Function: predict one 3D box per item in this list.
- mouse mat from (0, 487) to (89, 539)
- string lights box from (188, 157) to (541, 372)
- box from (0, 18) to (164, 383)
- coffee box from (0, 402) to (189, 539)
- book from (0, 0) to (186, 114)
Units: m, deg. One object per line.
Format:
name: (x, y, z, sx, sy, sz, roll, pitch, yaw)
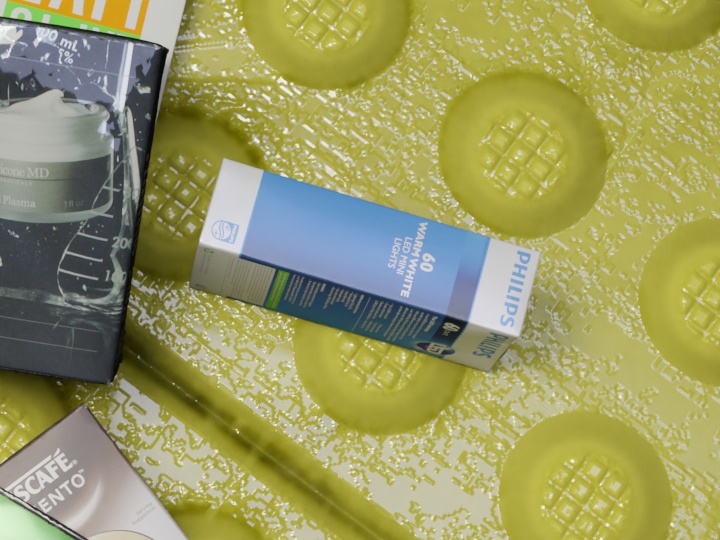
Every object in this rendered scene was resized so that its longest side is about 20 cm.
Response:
mouse mat: (-0.234, 0.197, 1.294, 0.200, 0.008, 0.161, 31, 84, 5)
string lights box: (0.000, 0.000, 1.402, 0.199, 0.103, 0.059, 16, 73, -4)
box: (-0.225, -0.050, 1.339, 0.199, 0.124, 0.198, 8, 93, -5)
coffee box: (-0.147, 0.194, 1.344, 0.113, 0.080, 0.200, -37, 83, -13)
book: (-0.175, -0.183, 1.459, 0.133, 0.048, 0.201, 13, 71, -5)
